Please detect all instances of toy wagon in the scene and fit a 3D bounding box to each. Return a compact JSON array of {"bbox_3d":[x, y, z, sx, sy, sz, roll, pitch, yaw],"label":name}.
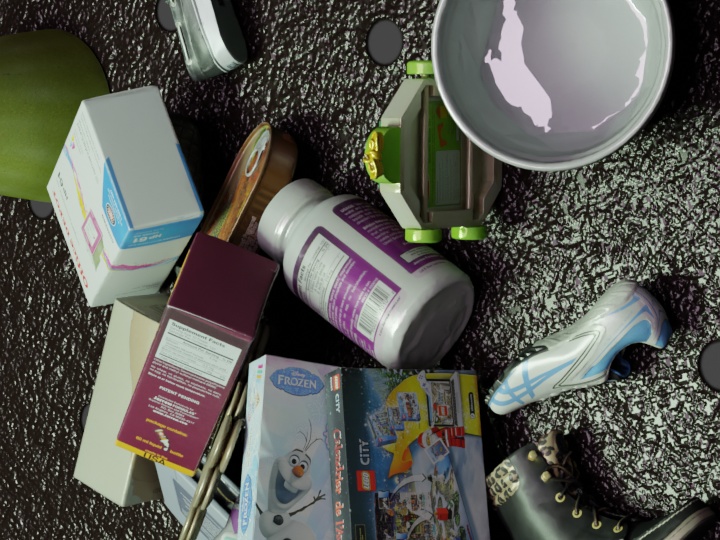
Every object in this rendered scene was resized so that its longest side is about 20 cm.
[{"bbox_3d":[0.059,-0.103,1.600,0.039,0.199,0.157,4,96,39],"label":"toy wagon"}]

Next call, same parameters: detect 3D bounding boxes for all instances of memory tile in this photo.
[{"bbox_3d":[-0.124,0.151,1.722,0.017,0.200,0.154,21,122,-3],"label":"memory tile"}]

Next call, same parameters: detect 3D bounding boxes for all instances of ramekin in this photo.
[{"bbox_3d":[0.163,-0.183,1.540,0.198,0.105,0.202,1,93,13],"label":"ramekin"}]

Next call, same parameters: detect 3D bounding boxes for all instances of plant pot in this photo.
[{"bbox_3d":[-0.396,-0.163,1.945,0.186,0.199,0.189,3,95,37],"label":"plant pot"}]

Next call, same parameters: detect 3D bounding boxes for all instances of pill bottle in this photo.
[{"bbox_3d":[0.000,0.000,1.709,0.200,0.112,0.113,38,115,30],"label":"pill bottle"}]

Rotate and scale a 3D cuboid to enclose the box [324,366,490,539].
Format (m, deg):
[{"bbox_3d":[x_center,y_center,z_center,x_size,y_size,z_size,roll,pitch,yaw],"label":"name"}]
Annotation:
[{"bbox_3d":[0.042,0.187,1.622,0.038,0.136,0.202,149,121,-62],"label":"box"}]

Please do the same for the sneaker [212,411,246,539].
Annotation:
[{"bbox_3d":[-0.086,0.188,1.736,0.199,0.078,0.140,-34,56,-8],"label":"sneaker"}]

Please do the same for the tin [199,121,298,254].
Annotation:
[{"bbox_3d":[-0.119,-0.047,1.797,0.201,0.042,0.112,-63,23,9],"label":"tin"}]

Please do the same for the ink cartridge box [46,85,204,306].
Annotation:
[{"bbox_3d":[-0.238,-0.070,1.852,0.145,0.084,0.200,68,155,16],"label":"ink cartridge box"}]

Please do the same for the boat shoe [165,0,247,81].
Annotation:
[{"bbox_3d":[-0.175,-0.287,1.847,0.068,0.074,0.201,-20,90,22],"label":"boat shoe"}]

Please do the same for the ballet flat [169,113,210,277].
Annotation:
[{"bbox_3d":[-0.183,-0.059,1.879,0.066,0.057,0.202,-13,85,38],"label":"ballet flat"}]

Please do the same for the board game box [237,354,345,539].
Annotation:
[{"bbox_3d":[-0.008,0.190,1.644,0.043,0.199,0.201,-28,55,61],"label":"board game box"}]

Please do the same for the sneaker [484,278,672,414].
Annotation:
[{"bbox_3d":[0.184,0.081,1.603,0.200,0.072,0.073,-38,90,39],"label":"sneaker"}]

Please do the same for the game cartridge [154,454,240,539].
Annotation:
[{"bbox_3d":[-0.126,0.258,1.828,0.200,0.041,0.134,40,150,29],"label":"game cartridge"}]

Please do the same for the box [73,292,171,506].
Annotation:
[{"bbox_3d":[-0.218,0.131,1.898,0.077,0.095,0.202,25,110,33],"label":"box"}]

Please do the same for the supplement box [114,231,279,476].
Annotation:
[{"bbox_3d":[-0.153,0.080,1.727,0.085,0.111,0.201,22,131,-4],"label":"supplement box"}]

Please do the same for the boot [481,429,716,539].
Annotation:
[{"bbox_3d":[0.197,0.207,1.601,0.200,0.073,0.151,-42,68,37],"label":"boot"}]
